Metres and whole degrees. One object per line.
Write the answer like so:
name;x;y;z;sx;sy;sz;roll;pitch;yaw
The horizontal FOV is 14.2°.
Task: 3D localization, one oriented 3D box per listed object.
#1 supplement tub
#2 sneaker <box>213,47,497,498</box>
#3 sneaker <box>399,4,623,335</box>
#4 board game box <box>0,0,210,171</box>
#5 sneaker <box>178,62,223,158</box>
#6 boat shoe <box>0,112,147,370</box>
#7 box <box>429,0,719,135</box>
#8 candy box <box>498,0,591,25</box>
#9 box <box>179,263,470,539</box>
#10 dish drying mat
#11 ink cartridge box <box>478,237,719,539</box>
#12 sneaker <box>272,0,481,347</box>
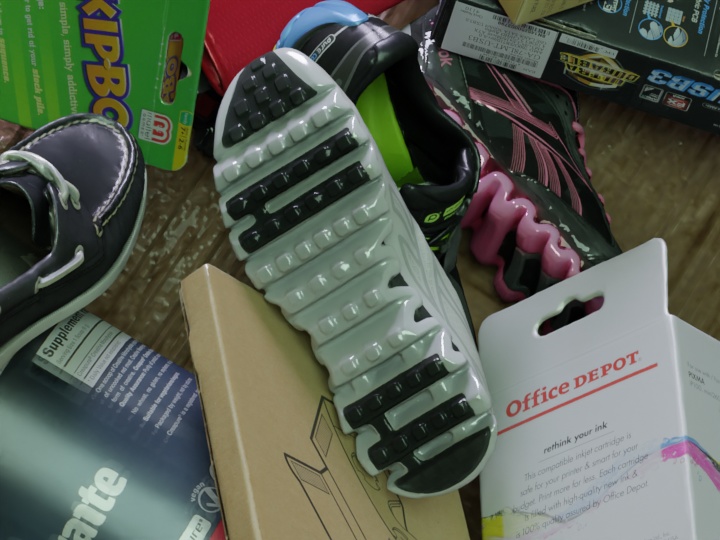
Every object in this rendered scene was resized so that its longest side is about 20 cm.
supplement tub;-0.128;0.092;1.251;0.200;0.140;0.140;31;76;1
sneaker;0.000;0.000;1.236;0.075;0.081;0.200;-25;89;17
sneaker;0.082;-0.047;1.349;0.095;0.079;0.200;-40;86;-25
board game box;-0.157;-0.115;1.295;0.200;0.030;0.096;19;114;21
sneaker;-0.067;-0.118;1.342;0.200;0.071;0.098;41;66;-3
boat shoe;-0.148;-0.014;1.195;0.074;0.060;0.200;30;45;15
box;0.151;-0.165;1.365;0.198;0.050;0.200;18;59;-3
candy box;0.132;-0.197;1.319;0.200;0.055;0.116;-21;67;-22
box;-0.002;0.109;1.199;0.021;0.163;0.200;-34;48;24
dish drying mat;-0.012;-0.151;1.339;0.200;0.018;0.077;-32;90;-39
ink cartridge box;0.115;0.099;1.261;0.067;0.116;0.200;28;49;-41
sneaker;0.015;-0.023;1.293;0.071;0.083;0.200;-31;121;-31
